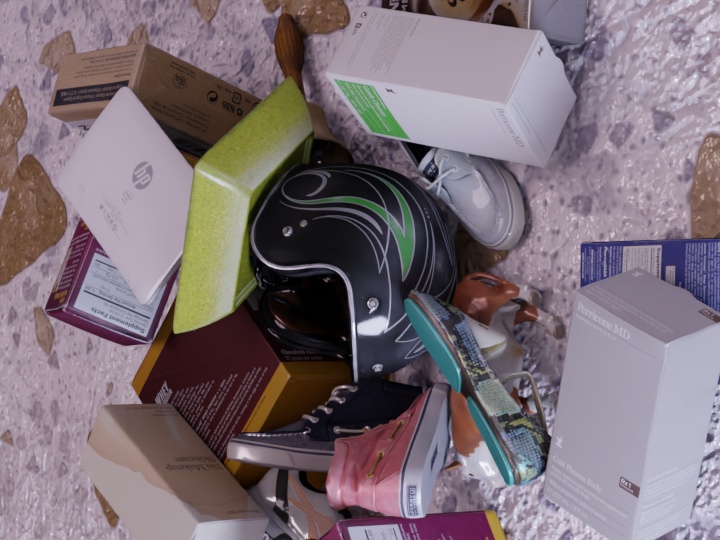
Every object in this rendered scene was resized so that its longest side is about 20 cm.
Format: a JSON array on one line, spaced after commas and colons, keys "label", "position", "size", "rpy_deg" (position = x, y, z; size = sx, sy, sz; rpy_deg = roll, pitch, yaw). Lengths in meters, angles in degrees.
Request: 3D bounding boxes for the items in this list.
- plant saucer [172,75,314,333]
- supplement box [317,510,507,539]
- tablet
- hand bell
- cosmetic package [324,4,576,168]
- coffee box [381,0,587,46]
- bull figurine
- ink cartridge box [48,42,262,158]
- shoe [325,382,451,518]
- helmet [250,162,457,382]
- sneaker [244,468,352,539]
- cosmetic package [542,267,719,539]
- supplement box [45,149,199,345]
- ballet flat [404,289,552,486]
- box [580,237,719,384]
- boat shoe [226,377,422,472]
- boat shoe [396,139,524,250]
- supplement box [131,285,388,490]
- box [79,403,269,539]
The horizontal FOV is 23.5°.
[{"label": "plant saucer", "position": [-0.104, -0.056, 1.660], "size": [0.048, 0.200, 0.201], "rpy_deg": [22, 127, 13]}, {"label": "supplement box", "position": [0.034, 0.294, 1.569], "size": [0.131, 0.199, 0.104], "rpy_deg": [-43, 57, 39]}, {"label": "tablet", "position": [-0.224, -0.076, 1.711], "size": [0.130, 0.014, 0.200], "rpy_deg": [-51, 55, 17]}, {"label": "hand bell", "position": [-0.068, -0.190, 1.826], "size": [0.104, 0.104, 0.201], "rpy_deg": [-38, 47, 40]}, {"label": "cosmetic package", "position": [0.082, -0.169, 1.566], "size": [0.199, 0.108, 0.085], "rpy_deg": [15, 68, 36]}, {"label": "coffee box", "position": [0.113, -0.266, 1.606], "size": [0.199, 0.079, 0.114], "rpy_deg": [4, 90, 49]}, {"label": "bull figurine", "position": [0.126, 0.101, 1.580], "size": [0.121, 0.065, 0.202], "rpy_deg": [-5, 89, 42]}, {"label": "ink cartridge box", "position": [-0.211, -0.171, 1.876], "size": [0.164, 0.199, 0.076], "rpy_deg": [-1, 72, 49]}, {"label": "shoe", "position": [0.029, 0.159, 1.584], "size": [0.090, 0.200, 0.072], "rpy_deg": [3, 114, 12]}, {"label": "helmet", "position": [0.000, 0.000, 1.635], "size": [0.189, 0.200, 0.202], "rpy_deg": [21, 106, 15]}, {"label": "sneaker", "position": [-0.029, 0.269, 1.709], "size": [0.080, 0.074, 0.200], "rpy_deg": [-45, 83, -4]}, {"label": "cosmetic package", "position": [0.223, 0.112, 1.412], "size": [0.107, 0.090, 0.202], "rpy_deg": [30, 129, 42]}, {"label": "supplement box", "position": [-0.245, -0.031, 1.830], "size": [0.202, 0.103, 0.131], "rpy_deg": [-70, 18, -9]}, {"label": "ballet flat", "position": [0.112, 0.093, 1.516], "size": [0.074, 0.074, 0.201], "rpy_deg": [-43, 68, 38]}, {"label": "box", "position": [0.267, 0.034, 1.445], "size": [0.199, 0.032, 0.122], "rpy_deg": [-1, 87, 50]}, {"label": "boat shoe", "position": [-0.028, 0.149, 1.677], "size": [0.075, 0.198, 0.094], "rpy_deg": [140, 134, -78]}, {"label": "boat shoe", "position": [0.082, -0.096, 1.637], "size": [0.070, 0.071, 0.201], "rpy_deg": [-55, 49, 31]}, {"label": "supplement box", "position": [-0.110, 0.114, 1.797], "size": [0.200, 0.132, 0.198], "rpy_deg": [52, 125, 36]}, {"label": "box", "position": [-0.186, 0.219, 1.709], "size": [0.200, 0.094, 0.078], "rpy_deg": [42, 117, 40]}]
